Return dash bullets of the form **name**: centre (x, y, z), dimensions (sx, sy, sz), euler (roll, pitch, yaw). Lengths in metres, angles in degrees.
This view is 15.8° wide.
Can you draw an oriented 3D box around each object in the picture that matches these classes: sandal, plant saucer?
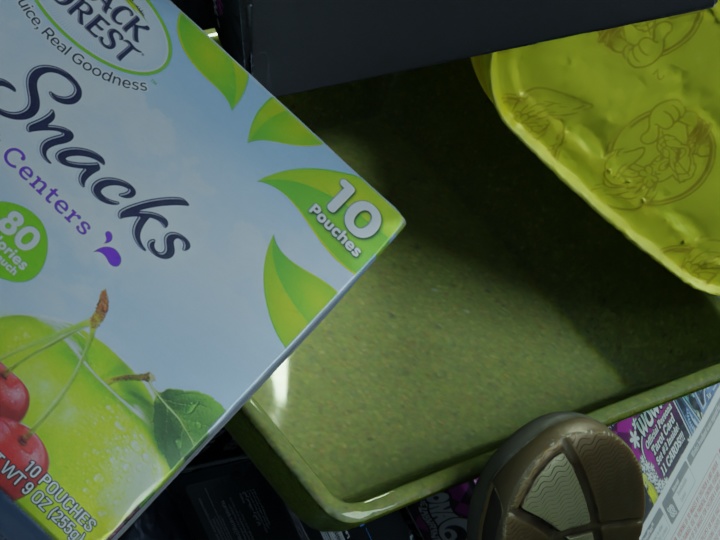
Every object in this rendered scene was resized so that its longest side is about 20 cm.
- **sandal**: centre (0.050, 0.113, 0.829), dimensions (0.080, 0.054, 0.201), euler (-33, 140, -28)
- **plant saucer**: centre (0.000, 0.000, 0.860), dimensions (0.199, 0.048, 0.200), euler (-16, 54, -40)

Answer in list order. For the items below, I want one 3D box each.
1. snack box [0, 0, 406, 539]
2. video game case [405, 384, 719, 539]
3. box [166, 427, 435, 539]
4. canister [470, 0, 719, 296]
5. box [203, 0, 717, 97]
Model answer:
- **snack box**: centre (-0.107, -0.029, 0.694), dimensions (0.200, 0.053, 0.142), euler (42, 57, 2)
- **video game case**: centre (0.089, 0.071, 0.975), dimensions (0.182, 0.036, 0.200), euler (62, 36, -19)
- **box**: centre (0.023, 0.120, 0.937), dimensions (0.159, 0.046, 0.201), euler (-43, 112, -54)
- **canister**: centre (0.091, -0.098, 0.913), dimensions (0.148, 0.087, 0.200), euler (38, 18, -26)
- **box**: centre (0.008, -0.166, 0.772), dimensions (0.201, 0.147, 0.125), euler (-113, -165, -48)
